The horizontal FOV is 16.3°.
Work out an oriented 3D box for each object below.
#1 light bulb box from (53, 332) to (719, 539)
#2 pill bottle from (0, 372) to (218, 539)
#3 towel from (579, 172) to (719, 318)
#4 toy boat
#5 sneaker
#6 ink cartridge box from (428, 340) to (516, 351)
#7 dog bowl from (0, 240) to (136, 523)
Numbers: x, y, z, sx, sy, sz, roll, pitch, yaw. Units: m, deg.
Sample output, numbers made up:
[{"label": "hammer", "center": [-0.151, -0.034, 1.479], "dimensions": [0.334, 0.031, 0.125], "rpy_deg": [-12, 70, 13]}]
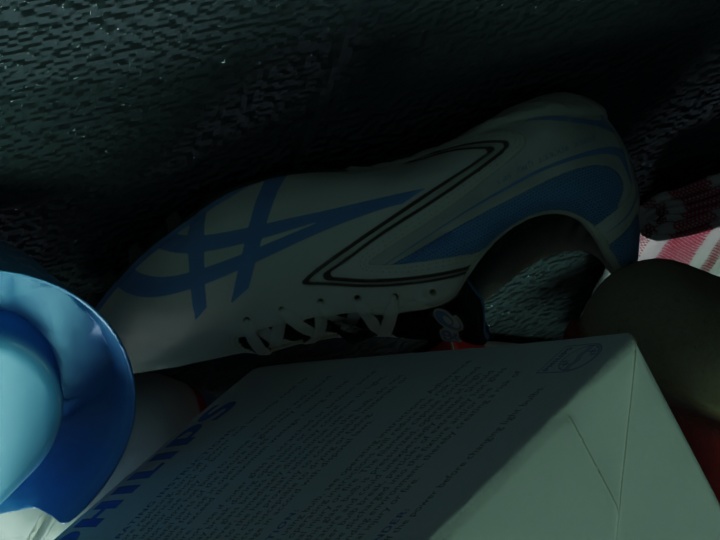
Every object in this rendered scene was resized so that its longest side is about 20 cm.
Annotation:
[{"label": "light bulb box", "center": [0.028, 0.138, 0.798], "dimensions": [0.125, 0.199, 0.199], "rpy_deg": [-39, -162, -33]}, {"label": "pill bottle", "center": [-0.057, 0.105, 0.939], "dimensions": [0.199, 0.109, 0.109], "rpy_deg": [26, 138, -24]}, {"label": "towel", "center": [0.186, -0.017, 1.030], "dimensions": [0.198, 0.030, 0.147], "rpy_deg": [-13, 160, -12]}, {"label": "toy boat", "center": [0.124, 0.077, 0.854], "dimensions": [0.130, 0.132, 0.200], "rpy_deg": [21, 176, 16]}, {"label": "sneaker", "center": [0.000, 0.000, 0.860], "dimensions": [0.199, 0.073, 0.072], "rpy_deg": [-19, 160, 4]}, {"label": "ink cartridge box", "center": [0.049, 0.086, 1.102], "dimensions": [0.199, 0.068, 0.116], "rpy_deg": [7, 146, -47]}, {"label": "dog bowl", "center": [-0.165, 0.069, 0.823], "dimensions": [0.200, 0.050, 0.111], "rpy_deg": [-45, 127, 5]}]
